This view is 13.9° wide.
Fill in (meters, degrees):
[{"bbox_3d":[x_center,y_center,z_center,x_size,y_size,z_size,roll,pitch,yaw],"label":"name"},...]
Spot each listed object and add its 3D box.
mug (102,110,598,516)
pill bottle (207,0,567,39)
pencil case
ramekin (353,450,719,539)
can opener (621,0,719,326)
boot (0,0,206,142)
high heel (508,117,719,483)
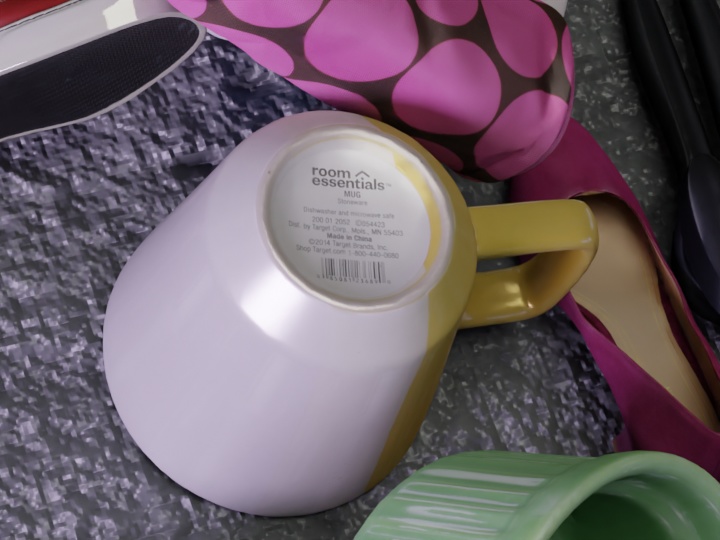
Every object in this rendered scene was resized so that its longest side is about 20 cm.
[{"bbox_3d":[-0.009,-0.003,1.246,0.149,0.153,0.187,45,63,6],"label":"mug"},{"bbox_3d":[-0.011,-0.147,1.332,0.199,0.109,0.109,12,65,-11],"label":"pill bottle"},{"bbox_3d":[0.003,-0.116,1.221,0.200,0.091,0.094,33,47,-38],"label":"pencil case"},{"bbox_3d":[0.069,0.166,1.180,0.200,0.098,0.201,-9,102,-48],"label":"ramekin"},{"bbox_3d":[0.167,-0.058,1.374,0.063,0.079,0.200,-3,59,-9],"label":"can opener"},{"bbox_3d":[-0.164,-0.128,1.257,0.200,0.072,0.145,-19,67,18],"label":"boot"},{"bbox_3d":[0.123,0.005,1.312,0.067,0.096,0.200,-16,73,-20],"label":"high heel"}]
